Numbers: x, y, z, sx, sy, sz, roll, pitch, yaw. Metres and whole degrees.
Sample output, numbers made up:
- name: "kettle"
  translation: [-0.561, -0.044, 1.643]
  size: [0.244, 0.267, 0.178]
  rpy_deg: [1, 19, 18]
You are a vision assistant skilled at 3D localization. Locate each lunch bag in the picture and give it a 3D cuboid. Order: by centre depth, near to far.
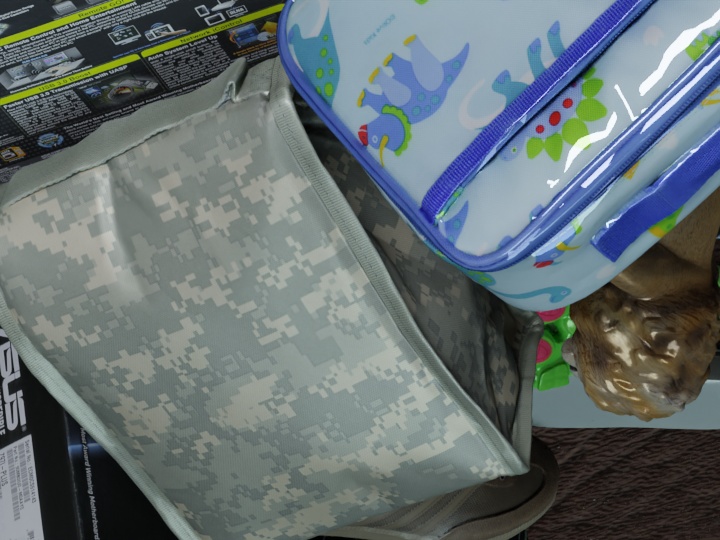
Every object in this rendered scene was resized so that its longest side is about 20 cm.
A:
- name: "lunch bag"
  translation: [0.081, -0.095, 0.764]
  size: [0.200, 0.161, 0.082]
  rpy_deg: [-42, 148, 11]
- name: "lunch bag"
  translation: [-0.044, 0.007, 0.899]
  size: [0.163, 0.118, 0.200]
  rpy_deg: [-21, 124, 24]

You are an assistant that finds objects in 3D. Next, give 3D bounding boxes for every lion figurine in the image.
- name: "lion figurine"
  translation: [0.131, -0.037, 0.936]
  size: [0.122, 0.072, 0.201]
  rpy_deg: [22, 93, -40]

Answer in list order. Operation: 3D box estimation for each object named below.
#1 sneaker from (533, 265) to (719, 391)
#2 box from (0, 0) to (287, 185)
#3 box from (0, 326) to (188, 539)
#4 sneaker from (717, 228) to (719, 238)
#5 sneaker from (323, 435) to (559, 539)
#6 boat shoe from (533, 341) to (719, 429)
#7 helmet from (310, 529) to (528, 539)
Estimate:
- name: "sneaker"
  translation: [0.083, 0.010, 1.053]
  size: [0.199, 0.084, 0.077]
  rpy_deg: [4, 118, -34]
- name: "box"
  translation: [-0.121, -0.098, 0.846]
  size: [0.199, 0.044, 0.160]
  rpy_deg: [-18, 152, 10]
- name: "box"
  translation: [-0.114, 0.074, 1.002]
  size: [0.086, 0.201, 0.164]
  rpy_deg: [-26, 149, 26]
- name: "sneaker"
  translation: [0.176, -0.053, 1.037]
  size: [0.199, 0.076, 0.077]
  rpy_deg: [-8, -169, -21]
- name: "sneaker"
  translation: [0.033, 0.100, 1.132]
  size: [0.199, 0.071, 0.076]
  rpy_deg: [0, 146, -34]
- name: "boat shoe"
  translation: [0.127, 0.044, 1.182]
  size: [0.199, 0.064, 0.071]
  rpy_deg: [6, 146, -6]
- name: "helmet"
  translation: [0.007, 0.175, 1.255]
  size: [0.199, 0.191, 0.201]
  rpy_deg: [1, 131, 1]
